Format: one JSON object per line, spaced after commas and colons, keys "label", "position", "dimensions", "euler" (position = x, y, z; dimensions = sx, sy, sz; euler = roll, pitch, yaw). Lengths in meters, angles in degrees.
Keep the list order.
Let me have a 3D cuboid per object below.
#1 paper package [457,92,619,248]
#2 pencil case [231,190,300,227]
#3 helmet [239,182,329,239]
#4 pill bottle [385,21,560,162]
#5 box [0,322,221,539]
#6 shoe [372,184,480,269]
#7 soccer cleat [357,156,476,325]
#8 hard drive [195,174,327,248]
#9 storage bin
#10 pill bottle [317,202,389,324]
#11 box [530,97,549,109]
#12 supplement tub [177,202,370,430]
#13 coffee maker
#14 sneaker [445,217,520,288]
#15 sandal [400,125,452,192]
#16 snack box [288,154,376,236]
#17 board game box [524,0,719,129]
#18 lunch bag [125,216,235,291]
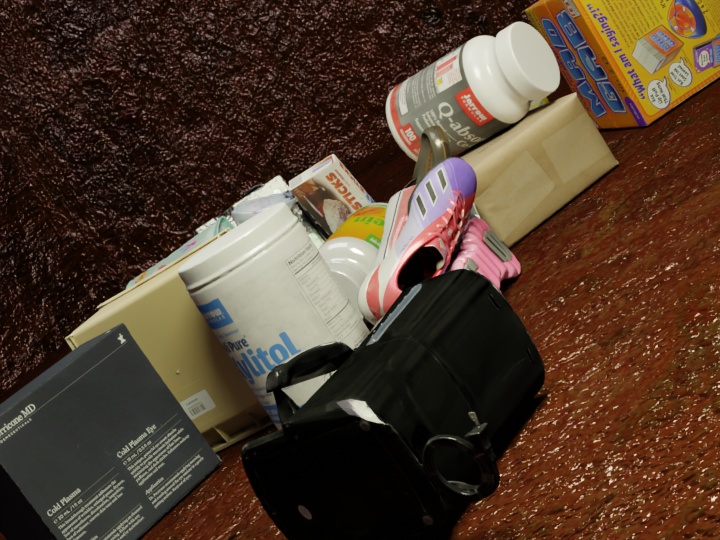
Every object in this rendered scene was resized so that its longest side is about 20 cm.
{"label": "paper package", "position": [0.178, -0.110, 1.568], "dimensions": [0.200, 0.103, 0.191], "euler": [-37, 10, -19]}
{"label": "pencil case", "position": [-0.098, 0.003, 1.596], "dimensions": [0.083, 0.200, 0.091], "euler": [-10, 11, 15]}
{"label": "helmet", "position": [-0.094, -0.030, 1.817], "dimensions": [0.200, 0.191, 0.200], "euler": [-158, 90, -85]}
{"label": "pill bottle", "position": [0.137, -0.218, 1.587], "dimensions": [0.200, 0.116, 0.116], "euler": [-28, 10, 39]}
{"label": "box", "position": [-0.279, 0.187, 1.307], "dimensions": [0.104, 0.182, 0.200], "euler": [-23, 13, 49]}
{"label": "shoe", "position": [0.071, -0.023, 1.374], "dimensions": [0.091, 0.071, 0.200], "euler": [-29, 38, 36]}
{"label": "soccer cleat", "position": [0.070, -0.031, 1.241], "dimensions": [0.073, 0.068, 0.200], "euler": [-17, 36, 57]}
{"label": "hard drive", "position": [-0.106, -0.007, 1.697], "dimensions": [0.140, 0.200, 0.038], "euler": [-35, -8, -9]}
{"label": "storage bin", "position": [-0.182, 0.094, 1.415], "dimensions": [0.200, 0.199, 0.094], "euler": [-29, 9, 24]}
{"label": "pill bottle", "position": [0.000, 0.000, 1.569], "dimensions": [0.111, 0.111, 0.200], "euler": [-28, 10, 28]}
{"label": "box", "position": [0.252, -0.224, 2.112], "dimensions": [0.117, 0.048, 0.200], "euler": [-29, 7, 23]}
{"label": "supplement tub", "position": [-0.074, 0.049, 1.270], "dimensions": [0.132, 0.200, 0.132], "euler": [-32, 9, 6]}
{"label": "coffee maker", "position": [0.049, 0.099, 0.892], "dimensions": [0.192, 0.135, 0.200], "euler": [1, 28, 31]}
{"label": "sneaker", "position": [0.101, 0.014, 1.302], "dimensions": [0.095, 0.079, 0.200], "euler": [-42, 3, 25]}
{"label": "sandal", "position": [0.065, -0.070, 1.494], "dimensions": [0.055, 0.200, 0.082], "euler": [-5, 31, -20]}
{"label": "snack box", "position": [-0.006, -0.063, 1.677], "dimensions": [0.072, 0.200, 0.024], "euler": [-31, 35, 17]}
{"label": "board game box", "position": [0.376, -0.326, 1.720], "dimensions": [0.200, 0.200, 0.200], "euler": [-33, 9, -5]}
{"label": "lunch bag", "position": [-0.165, 0.068, 1.529], "dimensions": [0.170, 0.200, 0.122], "euler": [-32, 22, 25]}
